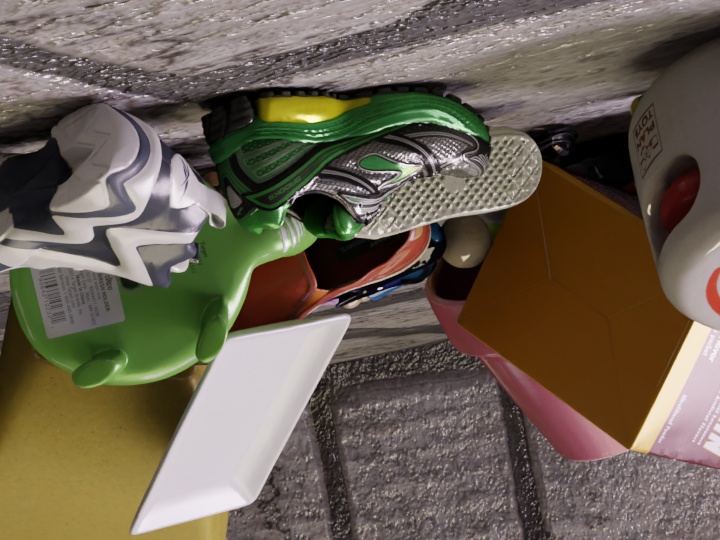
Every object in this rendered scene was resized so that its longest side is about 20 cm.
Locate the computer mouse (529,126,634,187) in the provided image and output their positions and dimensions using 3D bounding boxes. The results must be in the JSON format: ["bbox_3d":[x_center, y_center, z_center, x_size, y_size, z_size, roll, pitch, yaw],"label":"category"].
[{"bbox_3d":[0.166,-0.080,1.613,0.058,0.034,0.200,-12,173,25],"label":"computer mouse"}]

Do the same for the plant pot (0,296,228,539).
[{"bbox_3d":[-0.178,0.088,1.595,0.193,0.195,0.201,8,139,-5],"label":"plant pot"}]

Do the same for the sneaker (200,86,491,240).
[{"bbox_3d":[-0.005,-0.059,1.287,0.199,0.086,0.078,-6,173,-36],"label":"sneaker"}]

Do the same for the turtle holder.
[{"bbox_3d":[-0.132,-0.014,1.374,0.185,0.141,0.132,-43,-171,0],"label":"turtle holder"}]

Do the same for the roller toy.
[{"bbox_3d":[0.256,-0.061,1.317,0.181,0.141,0.200,-23,148,22],"label":"roller toy"}]

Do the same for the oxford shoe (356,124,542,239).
[{"bbox_3d":[0.023,-0.063,1.398,0.198,0.076,0.058,-6,-163,-30],"label":"oxford shoe"}]

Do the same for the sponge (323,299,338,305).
[{"bbox_3d":[-0.122,-0.001,1.640,0.198,0.030,0.112,-7,152,24],"label":"sponge"}]

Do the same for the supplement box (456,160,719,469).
[{"bbox_3d":[0.218,0.038,1.543,0.199,0.134,0.197,15,-165,-42],"label":"supplement box"}]

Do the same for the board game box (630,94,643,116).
[{"bbox_3d":[0.282,-0.087,1.433,0.198,0.097,0.030,-11,168,10],"label":"board game box"}]

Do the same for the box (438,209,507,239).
[{"bbox_3d":[0.038,-0.041,1.695,0.121,0.048,0.199,-15,171,36],"label":"box"}]

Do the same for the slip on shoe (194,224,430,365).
[{"bbox_3d":[-0.046,0.001,1.443,0.199,0.075,0.061,-24,170,-2],"label":"slip on shoe"}]

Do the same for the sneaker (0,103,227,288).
[{"bbox_3d":[-0.159,-0.024,1.250,0.198,0.080,0.129,-26,142,35],"label":"sneaker"}]

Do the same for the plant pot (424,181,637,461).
[{"bbox_3d":[0.176,0.046,1.765,0.199,0.180,0.200,-25,-161,9],"label":"plant pot"}]

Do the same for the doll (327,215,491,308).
[{"bbox_3d":[0.000,0.000,1.539,0.198,0.049,0.137,-19,160,-16],"label":"doll"}]

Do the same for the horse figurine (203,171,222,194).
[{"bbox_3d":[-0.046,-0.047,1.509,0.198,0.050,0.133,-13,170,-7],"label":"horse figurine"}]

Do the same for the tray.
[{"bbox_3d":[-0.086,0.098,1.459,0.107,0.022,0.201,-10,142,-37],"label":"tray"}]
